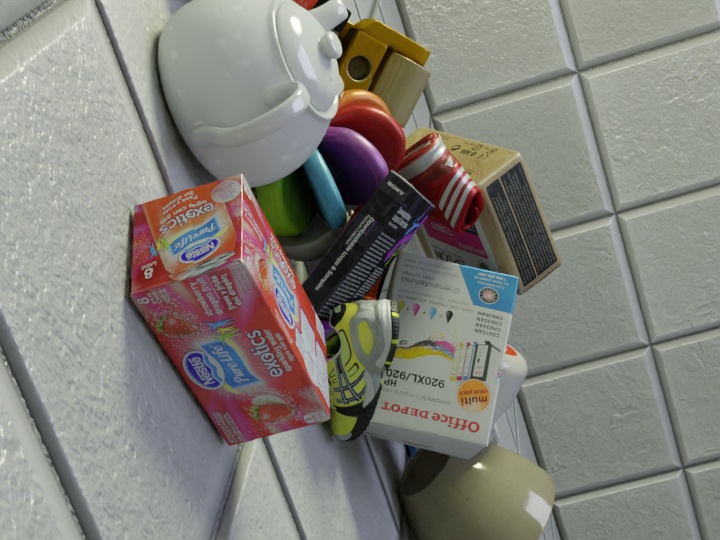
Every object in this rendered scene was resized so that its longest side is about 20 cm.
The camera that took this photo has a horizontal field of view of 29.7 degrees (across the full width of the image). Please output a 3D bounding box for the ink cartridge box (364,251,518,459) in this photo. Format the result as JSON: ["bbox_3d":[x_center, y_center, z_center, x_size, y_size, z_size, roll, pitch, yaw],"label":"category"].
[{"bbox_3d":[0.089,0.103,1.584,0.145,0.146,0.202,102,0,-77],"label":"ink cartridge box"}]

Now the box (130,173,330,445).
[{"bbox_3d":[-0.099,0.035,1.075,0.100,0.095,0.201,-96,166,-44],"label":"box"}]

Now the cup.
[{"bbox_3d":[0.134,0.300,1.786,0.143,0.200,0.201,41,21,-17],"label":"cup"}]

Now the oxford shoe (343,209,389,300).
[{"bbox_3d":[0.000,0.000,1.653,0.073,0.071,0.202,114,-6,-77],"label":"oxford shoe"}]

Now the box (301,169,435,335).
[{"bbox_3d":[-0.004,-0.009,1.429,0.036,0.200,0.143,40,3,12],"label":"box"}]

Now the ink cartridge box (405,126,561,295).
[{"bbox_3d":[0.133,-0.075,1.651,0.200,0.075,0.166,22,-37,53],"label":"ink cartridge box"}]

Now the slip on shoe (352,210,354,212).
[{"bbox_3d":[-0.027,-0.161,1.722,0.201,0.060,0.076,57,-4,31],"label":"slip on shoe"}]

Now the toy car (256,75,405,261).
[{"bbox_3d":[-0.030,-0.116,1.438,0.200,0.149,0.176,-58,138,-41],"label":"toy car"}]

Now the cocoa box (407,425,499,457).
[{"bbox_3d":[0.115,0.154,1.974,0.201,0.130,0.134,-92,165,-52],"label":"cocoa box"}]

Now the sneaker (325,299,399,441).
[{"bbox_3d":[-0.012,0.101,1.446,0.076,0.076,0.201,-89,-169,-50],"label":"sneaker"}]

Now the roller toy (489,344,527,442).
[{"bbox_3d":[0.109,0.138,1.755,0.199,0.141,0.182,20,10,-42],"label":"roller toy"}]

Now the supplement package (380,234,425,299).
[{"bbox_3d":[0.052,-0.016,1.939,0.110,0.113,0.201,-89,162,-56],"label":"supplement package"}]

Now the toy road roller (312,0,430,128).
[{"bbox_3d":[-0.023,-0.263,1.720,0.199,0.124,0.146,26,4,-17],"label":"toy road roller"}]

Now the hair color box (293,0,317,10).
[{"bbox_3d":[-0.127,-0.332,1.425,0.111,0.064,0.200,38,-2,19],"label":"hair color box"}]

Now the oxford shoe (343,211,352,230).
[{"bbox_3d":[-0.035,-0.063,1.693,0.200,0.057,0.076,19,54,-79],"label":"oxford shoe"}]

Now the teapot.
[{"bbox_3d":[-0.084,-0.179,1.257,0.197,0.145,0.202,24,51,-60],"label":"teapot"}]

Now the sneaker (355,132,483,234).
[{"bbox_3d":[0.064,-0.075,1.557,0.116,0.078,0.200,47,-24,-9],"label":"sneaker"}]
